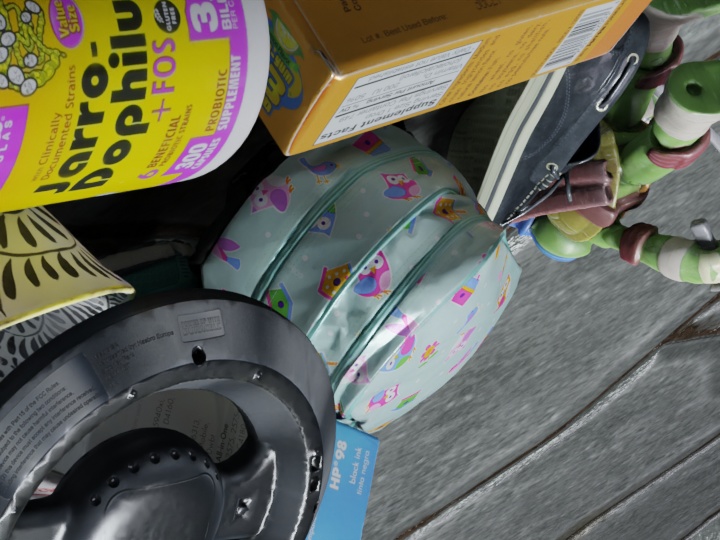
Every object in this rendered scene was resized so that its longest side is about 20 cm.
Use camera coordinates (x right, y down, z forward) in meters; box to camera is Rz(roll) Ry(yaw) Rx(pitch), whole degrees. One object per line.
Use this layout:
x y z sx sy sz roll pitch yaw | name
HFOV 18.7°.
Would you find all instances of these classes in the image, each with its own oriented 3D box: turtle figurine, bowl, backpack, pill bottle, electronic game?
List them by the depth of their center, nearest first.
-0.132 -0.069 0.722 0.200 0.104 0.104 -14 153 -46 | pill bottle
-0.192 0.009 0.800 0.201 0.094 0.201 -25 176 -2 | bowl
-0.091 0.097 0.854 0.200 0.042 0.200 -26 134 -30 | electronic game
0.000 0.000 1.022 0.167 0.127 0.200 -56 168 -5 | backpack
0.182 -0.067 1.201 0.194 0.200 0.144 108 8 -55 | turtle figurine

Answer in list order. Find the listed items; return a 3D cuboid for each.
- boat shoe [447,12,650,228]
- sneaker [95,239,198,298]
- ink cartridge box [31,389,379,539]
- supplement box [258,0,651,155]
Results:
0.091 -0.071 1.125 0.062 0.075 0.200 8 141 -16 | boat shoe
-0.144 0.058 1.055 0.200 0.080 0.077 -42 160 21 | sneaker
-0.104 0.076 0.954 0.200 0.067 0.116 25 160 -39 | ink cartridge box
0.038 -0.115 0.953 0.200 0.067 0.069 -19 159 -37 | supplement box
